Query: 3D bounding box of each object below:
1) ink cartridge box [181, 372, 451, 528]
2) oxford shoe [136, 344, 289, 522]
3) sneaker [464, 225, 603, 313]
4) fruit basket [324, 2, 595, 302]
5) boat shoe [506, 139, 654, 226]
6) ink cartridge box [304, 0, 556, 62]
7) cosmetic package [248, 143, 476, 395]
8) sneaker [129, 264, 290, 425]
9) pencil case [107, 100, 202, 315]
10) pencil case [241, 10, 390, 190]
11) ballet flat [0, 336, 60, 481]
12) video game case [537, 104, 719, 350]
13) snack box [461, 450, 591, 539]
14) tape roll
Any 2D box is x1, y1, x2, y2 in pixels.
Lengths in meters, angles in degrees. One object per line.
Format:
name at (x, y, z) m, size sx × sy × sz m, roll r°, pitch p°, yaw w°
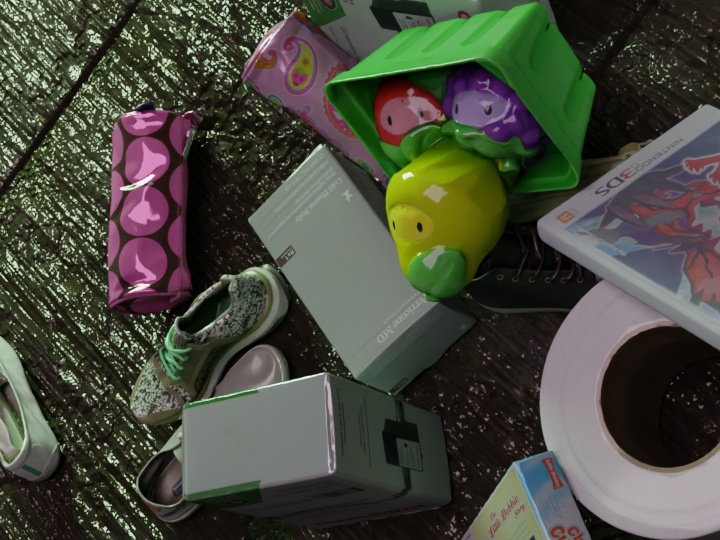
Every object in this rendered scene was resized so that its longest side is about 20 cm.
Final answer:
ink cartridge box at (-0.033, 0.155, 1.219) m, size 0.145 × 0.200 × 0.084 m, roll -15°, pitch 68°, yaw 26°
oxford shoe at (-0.138, 0.153, 1.367) m, size 0.200 × 0.058 × 0.075 m, roll -51°, pitch 56°, yaw 9°
sneaker at (0.162, -0.007, 1.194) m, size 0.198 × 0.106 × 0.076 m, roll -12°, pitch 72°, yaw 28°
fruit basket at (0.067, -0.090, 1.140) m, size 0.215 × 0.156 × 0.216 m, roll -30°, pitch 30°, yaw 19°
boat shoe at (0.205, -0.080, 1.209) m, size 0.199 × 0.073 × 0.064 m, roll -15°, pitch 75°, yaw 35°
ink cartridge box at (0.057, -0.227, 1.270) m, size 0.199 × 0.147 × 0.083 m, roll 16°, pitch 64°, yaw 33°
cosmetic package at (0.000, 0.000, 1.303) m, size 0.107 × 0.090 × 0.200 m, roll -44°, pitch 57°, yaw 11°
sneaker at (-0.161, 0.065, 1.382) m, size 0.200 × 0.088 × 0.077 m, roll -47°, pitch 60°, yaw 13°
pencil case at (-0.201, -0.058, 1.440) m, size 0.093 × 0.091 × 0.202 m, roll -5°, pitch 78°, yaw 16°
pencil case at (-0.008, -0.140, 1.291) m, size 0.199 × 0.087 × 0.088 m, roll 38°, pitch 100°, yaw -8°
ballet flat at (-0.374, 0.131, 1.508) m, size 0.069 × 0.069 × 0.200 m, roll -45°, pitch 60°, yaw 14°
video game case at (0.257, -0.038, 1.060) m, size 0.182 × 0.023 × 0.200 m, roll -34°, pitch 40°, yaw -17°
snack box at (0.127, 0.232, 1.121) m, size 0.037 × 0.200 × 0.117 m, roll -13°, pitch 64°, yaw -18°
tape roll at (0.250, 0.103, 1.096) m, size 0.201 × 0.139 × 0.205 m, roll -8°, pitch 74°, yaw 30°
